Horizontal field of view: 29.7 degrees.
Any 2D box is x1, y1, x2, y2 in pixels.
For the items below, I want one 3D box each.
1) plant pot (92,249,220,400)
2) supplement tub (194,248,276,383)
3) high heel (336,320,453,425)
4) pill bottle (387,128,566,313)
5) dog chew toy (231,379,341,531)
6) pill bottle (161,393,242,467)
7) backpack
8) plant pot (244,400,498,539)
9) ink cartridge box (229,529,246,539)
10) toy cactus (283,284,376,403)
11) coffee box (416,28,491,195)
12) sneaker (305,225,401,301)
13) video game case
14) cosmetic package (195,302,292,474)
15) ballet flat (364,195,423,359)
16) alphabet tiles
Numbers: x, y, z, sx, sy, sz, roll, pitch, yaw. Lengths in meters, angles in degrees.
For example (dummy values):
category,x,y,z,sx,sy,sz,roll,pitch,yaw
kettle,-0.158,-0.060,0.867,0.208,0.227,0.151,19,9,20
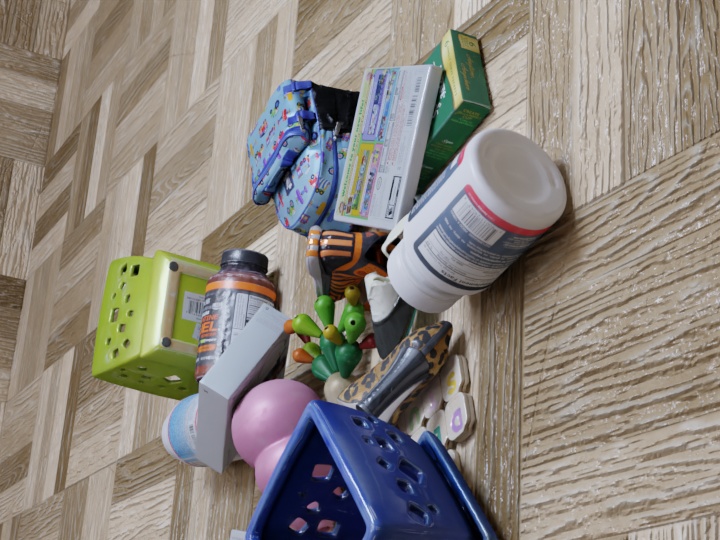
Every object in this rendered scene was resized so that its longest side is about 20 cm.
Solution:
category,x,y,z,sx,sy,sz,roll,pitch,yaw
plant pot,-0.280,0.081,2.103,0.181,0.199,0.200,-21,58,53
supplement tub,-0.181,0.073,1.995,0.107,0.107,0.201,-27,53,58
high heel,0.045,0.123,1.565,0.143,0.071,0.200,-45,-2,-12
pill bottle,0.114,-0.045,1.430,0.200,0.119,0.120,-48,37,45
dog chew toy,-0.082,0.236,1.696,0.125,0.124,0.200,-53,51,39
pill bottle,-0.220,0.231,1.992,0.200,0.108,0.109,-22,57,60
backpack,-0.065,-0.132,1.834,0.183,0.134,0.201,-49,38,45
plant pot,0.017,0.273,1.382,0.201,0.179,0.200,-63,34,24
ink cartridge box,-0.117,0.434,1.699,0.144,0.083,0.201,-12,67,62
toy cactus,-0.024,0.112,1.696,0.200,0.102,0.166,-26,73,55
coffee box,0.083,-0.183,1.655,0.200,0.044,0.123,-49,36,44
sneaker,0.000,0.000,1.699,0.200,0.111,0.078,60,-145,-76
video game case,0.031,-0.151,1.669,0.182,0.022,0.201,14,92,64
cosmetic package,-0.157,0.159,1.808,0.151,0.052,0.200,-50,-17,-33
ballet flat,0.046,0.002,1.574,0.201,0.068,0.068,-66,20,-1
alphabet tiles,0.067,0.182,1.532,0.200,0.015,0.196,-49,36,43
